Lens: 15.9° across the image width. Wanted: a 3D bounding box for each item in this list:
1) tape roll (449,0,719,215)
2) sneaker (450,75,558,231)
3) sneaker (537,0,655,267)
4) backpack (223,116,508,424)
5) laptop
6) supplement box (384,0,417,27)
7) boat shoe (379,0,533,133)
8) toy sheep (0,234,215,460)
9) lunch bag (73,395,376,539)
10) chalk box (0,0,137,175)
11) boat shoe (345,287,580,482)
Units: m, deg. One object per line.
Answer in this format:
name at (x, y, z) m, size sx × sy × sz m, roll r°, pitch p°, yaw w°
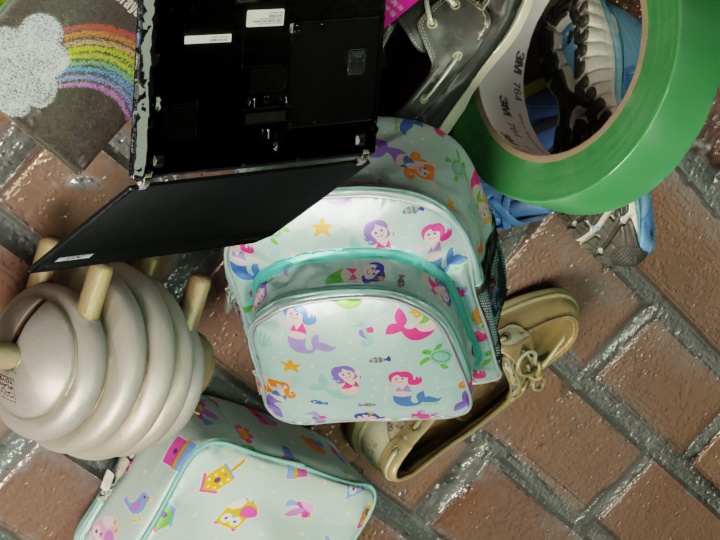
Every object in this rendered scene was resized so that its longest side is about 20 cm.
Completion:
tape roll at (0.141, -0.138, 1.643) m, size 0.048 × 0.200 × 0.201 m, roll 14°, pitch 112°, yaw -43°
sneaker at (0.087, -0.054, 1.758) m, size 0.200 × 0.078 × 0.066 m, roll -37°, pitch 139°, yaw -7°
sneaker at (0.179, -0.096, 1.707) m, size 0.090 × 0.201 × 0.078 m, roll 11°, pitch 151°, yaw -27°
backpack at (0.000, 0.000, 1.652) m, size 0.177 × 0.151 × 0.200 m, roll -2°, pitch 133°, yaw 11°
laptop at (-0.086, -0.093, 1.466) m, size 0.177 × 0.103 × 0.201 m, roll -9°, pitch 109°, yaw -41°
supplement box at (-0.025, -0.198, 1.514) m, size 0.200 × 0.101 × 0.103 m, roll -38°, pitch 140°, yaw 11°
boat shoe at (0.055, -0.162, 1.654) m, size 0.067 × 0.072 × 0.200 m, roll 13°, pitch 116°, yaw -43°
toy sheep at (-0.167, 0.052, 1.606) m, size 0.200 × 0.138 × 0.138 m, roll 10°, pitch 115°, yaw -46°
lunch bag at (-0.099, 0.176, 1.788) m, size 0.200 × 0.077 × 0.161 m, roll 21°, pitch 109°, yaw -45°
chalk box at (-0.153, -0.182, 1.442) m, size 0.200 × 0.124 × 0.125 m, roll -48°, pitch 136°, yaw 1°
boat shoe at (0.086, 0.086, 1.872) m, size 0.200 × 0.063 × 0.073 m, roll -34°, pitch 136°, yaw -12°
